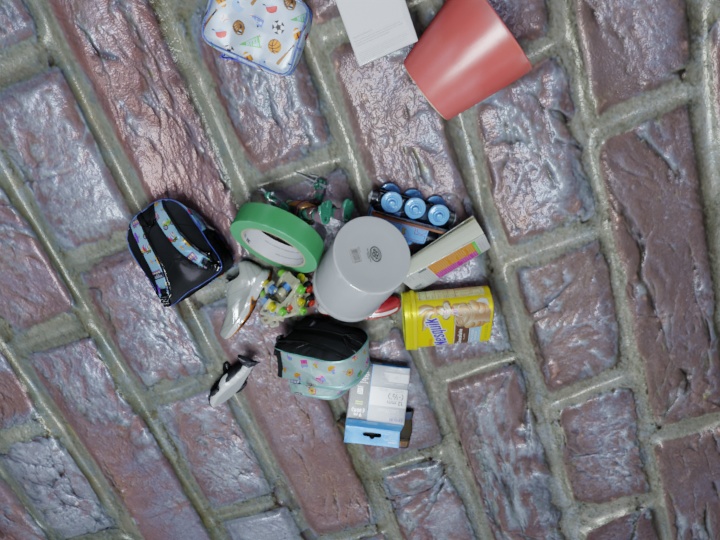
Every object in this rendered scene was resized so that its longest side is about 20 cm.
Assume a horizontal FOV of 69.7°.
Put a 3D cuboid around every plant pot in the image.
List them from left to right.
[{"bbox_3d":[0.189,-0.396,0.963,0.177,0.201,0.201,-37,106,25],"label":"plant pot"}]

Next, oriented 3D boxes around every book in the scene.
[{"bbox_3d":[0.184,-0.025,1.134,0.199,0.133,0.048,-32,65,12],"label":"book"}]

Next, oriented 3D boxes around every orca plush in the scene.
[{"bbox_3d":[-0.330,0.256,1.280,0.071,0.104,0.201,55,135,21],"label":"orca plush"}]

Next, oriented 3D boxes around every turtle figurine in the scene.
[{"bbox_3d":[-0.118,-0.140,1.092,0.198,0.149,0.102,19,128,38],"label":"turtle figurine"}]

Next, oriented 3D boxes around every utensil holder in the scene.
[{"bbox_3d":[0.000,0.000,1.066,0.167,0.200,0.173,5,70,-15],"label":"utensil holder"}]

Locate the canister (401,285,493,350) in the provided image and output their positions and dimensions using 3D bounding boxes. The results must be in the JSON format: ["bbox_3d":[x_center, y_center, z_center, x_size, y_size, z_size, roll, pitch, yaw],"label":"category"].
[{"bbox_3d":[0.197,0.107,1.187,0.197,0.087,0.150,-6,132,1],"label":"canister"}]

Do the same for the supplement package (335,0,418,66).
[{"bbox_3d":[0.016,-0.499,0.953,0.118,0.122,0.202,-20,110,10],"label":"supplement package"}]

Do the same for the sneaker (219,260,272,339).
[{"bbox_3d":[-0.289,0.065,1.213,0.091,0.076,0.201,32,101,-3],"label":"sneaker"}]

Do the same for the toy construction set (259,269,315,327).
[{"bbox_3d":[-0.170,0.071,1.165,0.092,0.200,0.131,42,65,8],"label":"toy construction set"}]

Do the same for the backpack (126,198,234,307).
[{"bbox_3d":[-0.397,-0.050,1.131,0.181,0.135,0.201,-33,94,12],"label":"backpack"}]

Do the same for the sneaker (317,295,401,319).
[{"bbox_3d":[-0.005,0.043,1.187,0.197,0.079,0.117,-2,112,1],"label":"sneaker"}]

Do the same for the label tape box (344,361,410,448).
[{"bbox_3d":[0.039,0.328,1.260,0.141,0.066,0.203,7,83,-1],"label":"label tape box"}]

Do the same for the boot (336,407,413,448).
[{"bbox_3d":[0.042,0.381,1.329,0.197,0.075,0.098,17,95,-7],"label":"boot"}]

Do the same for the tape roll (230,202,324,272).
[{"bbox_3d":[-0.175,-0.066,1.095,0.198,0.200,0.049,26,67,-8],"label":"tape roll"}]

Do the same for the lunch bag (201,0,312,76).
[{"bbox_3d":[-0.202,-0.472,0.997,0.198,0.076,0.162,22,112,-8],"label":"lunch bag"}]

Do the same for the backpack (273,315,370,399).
[{"bbox_3d":[-0.075,0.199,1.174,0.197,0.176,0.156,0,109,26],"label":"backpack"}]

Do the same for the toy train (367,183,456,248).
[{"bbox_3d":[0.105,-0.112,1.120,0.197,0.087,0.116,14,115,-7],"label":"toy train"}]
